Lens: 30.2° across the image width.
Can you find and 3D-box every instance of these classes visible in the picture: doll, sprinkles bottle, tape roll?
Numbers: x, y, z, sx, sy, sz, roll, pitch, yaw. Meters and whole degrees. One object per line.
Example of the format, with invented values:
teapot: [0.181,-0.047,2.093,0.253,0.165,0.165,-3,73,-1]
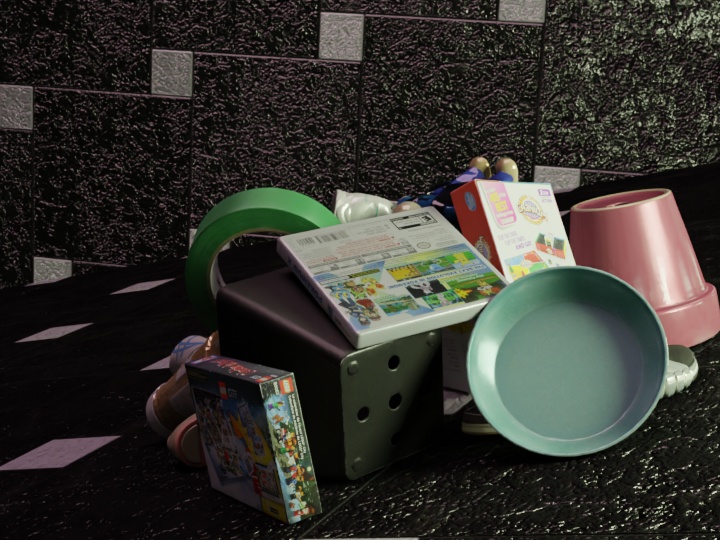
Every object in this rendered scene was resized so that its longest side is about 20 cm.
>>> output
doll: [0.102,-0.083,1.583,0.135,0.049,0.199,6,24,38]
sprinkles bottle: [-0.192,0.138,1.592,0.068,0.069,0.200,-17,-15,-37]
tape roll: [-0.102,0.004,1.537,0.198,0.202,0.048,-10,31,12]

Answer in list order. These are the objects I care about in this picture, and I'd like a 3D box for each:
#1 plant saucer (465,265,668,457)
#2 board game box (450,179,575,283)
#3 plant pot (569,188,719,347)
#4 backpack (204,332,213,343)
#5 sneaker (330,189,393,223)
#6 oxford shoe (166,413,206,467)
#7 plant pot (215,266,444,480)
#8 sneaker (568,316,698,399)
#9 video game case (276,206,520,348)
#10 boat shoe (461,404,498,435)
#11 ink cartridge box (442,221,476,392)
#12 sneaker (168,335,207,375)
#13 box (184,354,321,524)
plant saucer: [0.204,0.093,1.322,0.197,0.202,0.036,-10,-29,9]
board game box: [0.188,-0.001,1.506,0.040,0.203,0.152,-26,-17,39]
plant pot: [0.338,-0.001,1.663,0.197,0.182,0.200,-10,8,1]
backpack: [-0.110,0.105,1.694,0.181,0.149,0.200,-16,13,-9]
sneaker: [0.000,0.000,1.598,0.079,0.203,0.071,2,32,-4]
oxford shoe: [-0.135,0.169,1.561,0.198,0.072,0.074,-15,6,-27]
plant pot: [-0.019,0.110,1.407,0.198,0.202,0.177,-16,23,-34]
sneaker: [0.286,0.079,1.407,0.074,0.117,0.199,-3,12,46]
video game case: [0.038,0.002,1.397,0.198,0.022,0.182,-12,39,-27]
boat shoe: [0.188,0.123,1.424,0.198,0.066,0.072,-16,9,-27]
ink cartridge box: [0.143,0.030,1.648,0.145,0.203,0.146,-15,8,-25]
sneaker: [-0.225,0.137,1.934,0.199,0.072,0.073,-13,31,50]
box: [-0.110,0.162,1.324,0.037,0.139,0.199,-15,9,-27]
